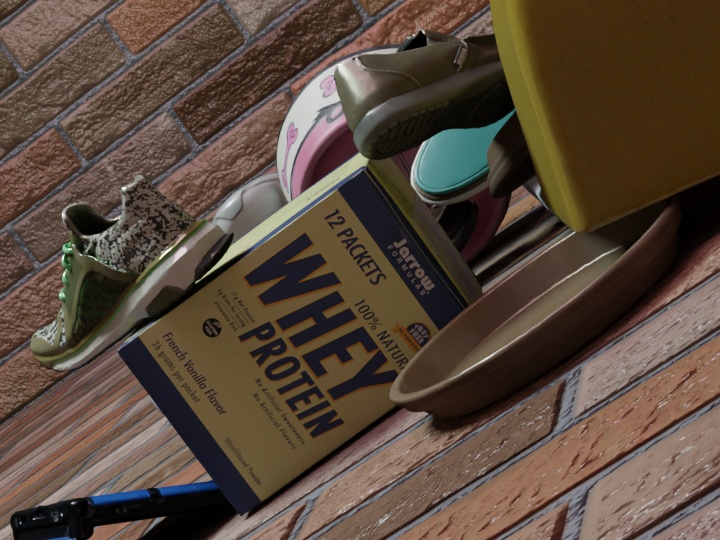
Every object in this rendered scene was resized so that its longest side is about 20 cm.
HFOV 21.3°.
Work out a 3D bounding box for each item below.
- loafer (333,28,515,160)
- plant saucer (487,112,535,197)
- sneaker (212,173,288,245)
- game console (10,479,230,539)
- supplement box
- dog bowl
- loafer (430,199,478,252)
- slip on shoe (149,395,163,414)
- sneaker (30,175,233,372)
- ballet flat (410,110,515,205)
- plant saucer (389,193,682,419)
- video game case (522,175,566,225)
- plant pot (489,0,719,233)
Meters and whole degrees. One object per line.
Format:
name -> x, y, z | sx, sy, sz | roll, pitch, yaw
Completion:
loafer -> 0.059, -0.134, 1.263 | 0.199, 0.070, 0.075 | -22, -19, -46
plant saucer -> 0.158, -0.127, 1.324 | 0.200, 0.029, 0.200 | -42, -7, -7
sneaker -> -0.053, -0.024, 1.624 | 0.070, 0.080, 0.200 | -43, -26, 11
game console -> -0.181, 0.213, 1.301 | 0.170, 0.119, 0.200 | -5, -7, -22
supplement box -> -0.032, 0.031, 1.285 | 0.200, 0.135, 0.200 | -36, 6, 7
dog bowl -> 0.032, -0.074, 1.528 | 0.200, 0.200, 0.074 | -34, 27, 17
loafer -> 0.000, 0.000, 1.431 | 0.200, 0.071, 0.073 | -37, 6, -3
slip on shoe -> -0.091, 0.050, 1.486 | 0.200, 0.076, 0.060 | -37, 34, -31
sneaker -> -0.164, -0.004, 1.243 | 0.200, 0.089, 0.077 | -33, 8, 42
ballet flat -> 0.110, -0.120, 1.443 | 0.201, 0.069, 0.069 | -56, 11, -13
plant saucer -> 0.103, 0.022, 1.087 | 0.200, 0.030, 0.200 | -35, 6, 4
video game case -> 0.190, -0.091, 1.387 | 0.143, 0.018, 0.200 | -37, 14, 2
plant pot -> 0.167, -0.158, 1.117 | 0.193, 0.201, 0.196 | -24, 7, 3
